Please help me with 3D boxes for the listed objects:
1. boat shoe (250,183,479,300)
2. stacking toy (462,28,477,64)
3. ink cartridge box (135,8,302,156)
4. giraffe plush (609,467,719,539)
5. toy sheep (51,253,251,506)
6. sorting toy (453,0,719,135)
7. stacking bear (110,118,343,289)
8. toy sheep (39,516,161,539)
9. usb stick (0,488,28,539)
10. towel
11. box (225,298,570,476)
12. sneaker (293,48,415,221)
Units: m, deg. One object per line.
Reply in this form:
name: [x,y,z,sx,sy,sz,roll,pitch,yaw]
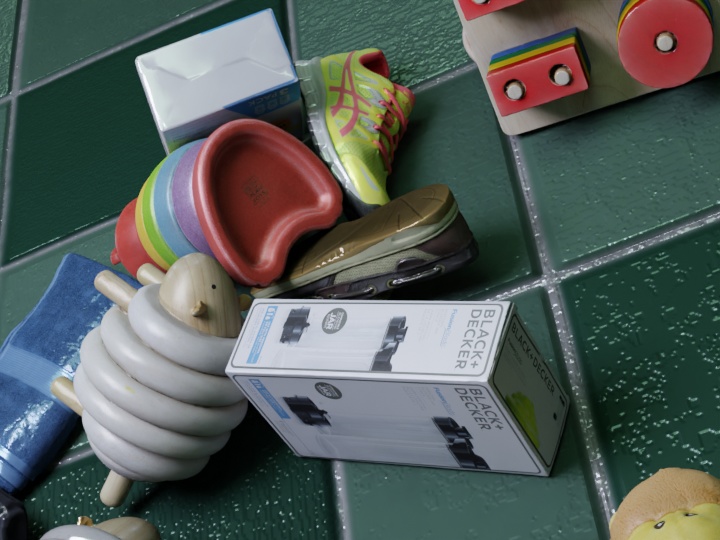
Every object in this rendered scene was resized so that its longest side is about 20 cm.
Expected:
boat shoe: [0.000,0.000,1.079,0.199,0.065,0.073,-20,22,42]
stacking toy: [0.123,-0.265,1.135,0.145,0.201,0.147,-16,42,15]
ink cartridge box: [-0.110,-0.128,1.196,0.114,0.200,0.068,-21,77,-6]
giraffe plush: [0.174,0.174,0.749,0.172,0.163,0.200,-40,43,-6]
toy sheep: [-0.144,0.080,1.040,0.138,0.137,0.201,47,120,47]
sorting toy: [0.162,-0.208,1.055,0.197,0.201,0.070,-16,23,19]
stacking bear: [-0.127,-0.039,1.142,0.121,0.114,0.199,-45,15,-34]
toy sheep: [-0.186,0.239,0.941,0.137,0.139,0.200,-3,34,29]
usb stick: [-0.326,0.173,1.143,0.199,0.056,0.032,19,21,40]
towel: [-0.252,0.080,1.179,0.111,0.049,0.201,19,65,40]
box: [0.025,0.076,0.963,0.199,0.117,0.060,0,53,31]
sneaker: [0.005,-0.118,1.176,0.090,0.078,0.201,-19,48,3]
